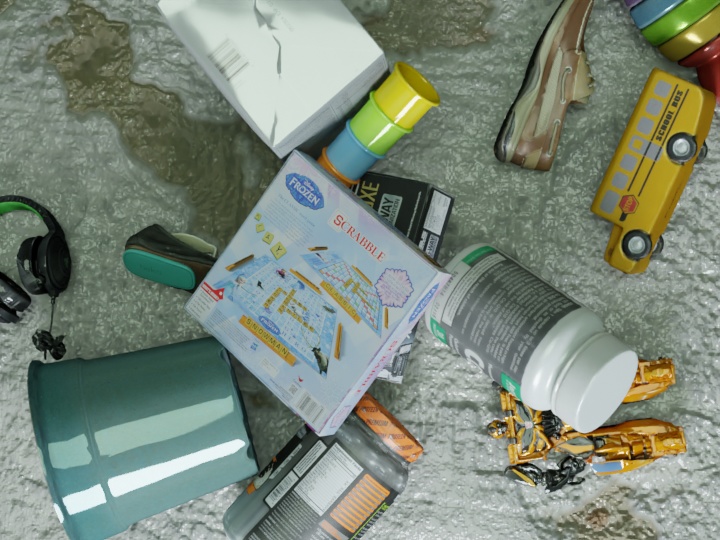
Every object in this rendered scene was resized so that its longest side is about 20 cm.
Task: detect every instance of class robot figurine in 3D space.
[{"bbox_3d":[0.230,0.151,1.331,0.198,0.058,0.146,-9,82,4],"label":"robot figurine"}]

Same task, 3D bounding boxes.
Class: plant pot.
[{"bbox_3d":[-0.214,0.163,1.311,0.194,0.200,0.202,-15,84,-5],"label":"plant pot"}]

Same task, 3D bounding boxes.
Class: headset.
[{"bbox_3d":[-0.367,0.008,1.376,0.123,0.094,0.201,-33,72,2],"label":"headset"}]

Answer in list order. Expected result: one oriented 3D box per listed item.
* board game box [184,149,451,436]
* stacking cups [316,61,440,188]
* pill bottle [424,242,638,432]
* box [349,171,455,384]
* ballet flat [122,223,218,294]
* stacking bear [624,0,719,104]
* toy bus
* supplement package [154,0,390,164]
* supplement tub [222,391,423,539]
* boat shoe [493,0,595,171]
[{"bbox_3d":[-0.045,0.021,1.264,0.200,0.041,0.200,41,101,20],"label":"board game box"},{"bbox_3d":[-0.006,-0.118,1.299,0.061,0.060,0.200,46,112,7],"label":"stacking cups"},{"bbox_3d":[0.169,0.067,1.282,0.200,0.113,0.113,36,89,33],"label":"pill bottle"},{"bbox_3d":[0.000,0.000,1.329,0.157,0.050,0.202,15,86,42],"label":"box"},{"bbox_3d":[-0.158,0.001,1.369,0.199,0.068,0.069,27,49,12],"label":"ballet flat"},{"bbox_3d":[0.352,-0.261,1.334,0.114,0.121,0.201,-33,95,45],"label":"stacking bear"},{"bbox_3d":[0.299,-0.100,1.325,0.078,0.065,0.201,28,104,22],"label":"toy bus"},{"bbox_3d":[-0.080,-0.223,1.319,0.147,0.200,0.192,-39,83,1],"label":"supplement package"},{"bbox_3d":[-0.036,0.223,1.316,0.122,0.123,0.200,43,89,7],"label":"supplement tub"},{"bbox_3d":[0.209,-0.199,1.361,0.073,0.076,0.201,23,96,1],"label":"boat shoe"}]
